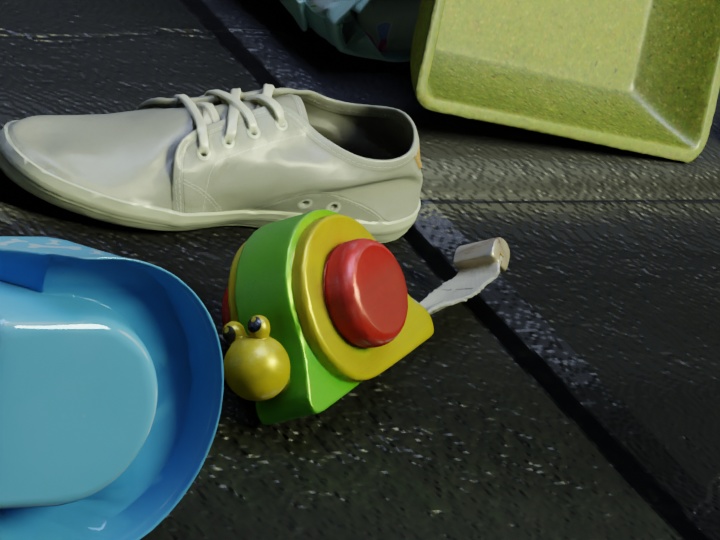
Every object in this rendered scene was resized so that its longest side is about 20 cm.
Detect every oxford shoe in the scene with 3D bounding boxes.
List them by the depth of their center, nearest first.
[{"bbox_3d":[-0.060,-0.053,1.140,0.199,0.058,0.075,4,34,-27],"label":"oxford shoe"}]

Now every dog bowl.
[{"bbox_3d":[-0.142,0.040,0.866,0.199,0.112,0.050,0,21,-35],"label":"dog bowl"}]

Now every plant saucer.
[{"bbox_3d":[0.107,-0.167,1.312,0.199,0.201,0.048,8,6,-40],"label":"plant saucer"}]

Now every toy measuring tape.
[{"bbox_3d":[0.000,0.000,1.063,0.073,0.074,0.200,30,31,17],"label":"toy measuring tape"}]

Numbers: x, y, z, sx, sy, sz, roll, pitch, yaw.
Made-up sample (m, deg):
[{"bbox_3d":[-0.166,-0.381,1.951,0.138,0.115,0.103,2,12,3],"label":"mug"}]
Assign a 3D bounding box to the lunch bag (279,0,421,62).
[{"bbox_3d":[0.016,-0.194,1.383,0.199,0.122,0.170,-21,51,-33],"label":"lunch bag"}]
